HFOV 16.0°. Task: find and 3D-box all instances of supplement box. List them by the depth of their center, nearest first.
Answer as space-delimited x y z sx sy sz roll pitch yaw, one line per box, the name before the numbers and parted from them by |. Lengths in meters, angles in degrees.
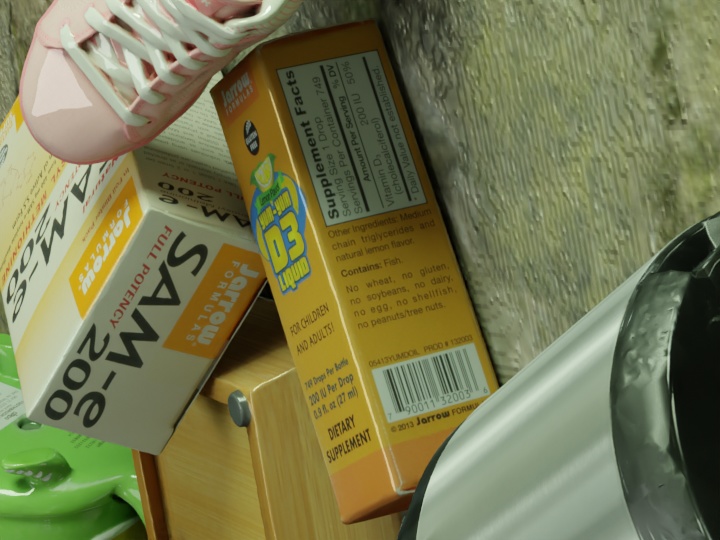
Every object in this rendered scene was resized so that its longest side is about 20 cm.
supplement box | 0.000 0.000 1.084 0.067 0.068 0.201 -36 68 61
supplement box | -0.113 -0.030 1.195 0.126 0.073 0.200 -58 31 25

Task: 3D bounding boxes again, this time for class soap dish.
soap dish | -0.044 0.096 1.213 0.200 0.081 0.158 13 115 62

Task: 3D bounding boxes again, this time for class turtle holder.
turtle holder | -0.167 0.127 1.456 0.141 0.184 0.133 -82 -6 -61

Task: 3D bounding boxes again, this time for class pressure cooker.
pressure cooker | 0.107 0.091 0.755 0.176 0.179 0.200 40 141 -5

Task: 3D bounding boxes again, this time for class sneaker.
sneaker | -0.076 -0.109 1.026 0.200 0.105 0.075 -38 95 21
